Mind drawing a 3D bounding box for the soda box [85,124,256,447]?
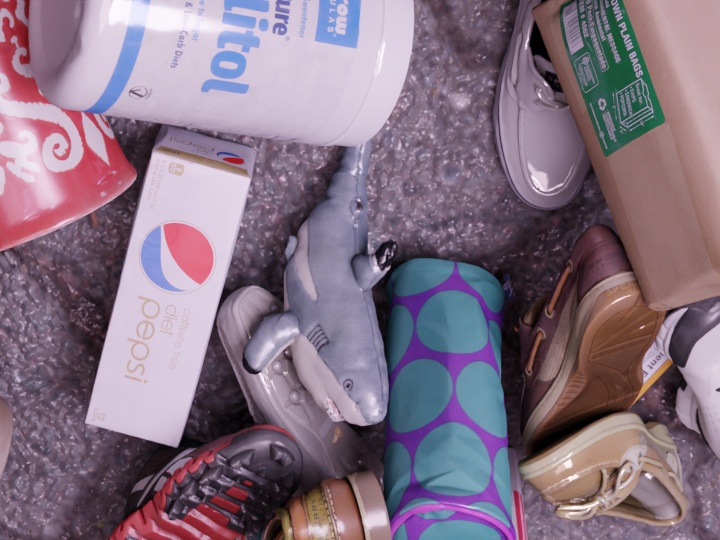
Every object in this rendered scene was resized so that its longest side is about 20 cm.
[{"bbox_3d":[-0.126,0.011,1.152,0.068,0.064,0.201,15,110,-5],"label":"soda box"}]

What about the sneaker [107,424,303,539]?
[{"bbox_3d":[-0.104,0.144,1.170,0.071,0.098,0.200,33,132,-18],"label":"sneaker"}]

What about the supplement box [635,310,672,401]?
[{"bbox_3d":[0.211,-0.004,1.142,0.069,0.067,0.200,39,107,-16],"label":"supplement box"}]

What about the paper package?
[{"bbox_3d":[0.224,-0.094,1.004,0.190,0.103,0.201,-12,78,-34],"label":"paper package"}]

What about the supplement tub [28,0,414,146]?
[{"bbox_3d":[-0.083,-0.148,1.020,0.199,0.132,0.133,5,113,-28],"label":"supplement tub"}]

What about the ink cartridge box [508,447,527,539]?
[{"bbox_3d":[0.080,0.246,1.195,0.084,0.145,0.201,-6,111,4],"label":"ink cartridge box"}]

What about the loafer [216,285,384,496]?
[{"bbox_3d":[-0.049,0.100,1.179,0.069,0.070,0.201,-9,117,38],"label":"loafer"}]

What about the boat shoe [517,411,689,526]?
[{"bbox_3d":[0.165,0.137,1.129,0.073,0.200,0.063,-30,71,18],"label":"boat shoe"}]

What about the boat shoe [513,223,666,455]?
[{"bbox_3d":[0.134,0.045,1.082,0.072,0.072,0.200,-15,149,-16],"label":"boat shoe"}]

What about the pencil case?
[{"bbox_3d":[0.057,0.090,1.107,0.085,0.201,0.093,-13,140,18],"label":"pencil case"}]

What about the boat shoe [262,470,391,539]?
[{"bbox_3d":[-0.032,0.176,1.109,0.068,0.072,0.200,-12,155,-13],"label":"boat shoe"}]

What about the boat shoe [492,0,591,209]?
[{"bbox_3d":[0.128,-0.129,1.094,0.071,0.066,0.201,9,110,-3],"label":"boat shoe"}]

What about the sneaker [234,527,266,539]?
[{"bbox_3d":[-0.049,0.273,1.246,0.093,0.070,0.201,2,108,6],"label":"sneaker"}]

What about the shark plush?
[{"bbox_3d":[0.000,0.000,1.122,0.091,0.083,0.201,28,69,-36],"label":"shark plush"}]

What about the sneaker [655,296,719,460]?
[{"bbox_3d":[0.243,0.069,1.111,0.074,0.080,0.200,-34,147,-2],"label":"sneaker"}]

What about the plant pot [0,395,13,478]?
[{"bbox_3d":[-0.330,0.106,1.137,0.173,0.200,0.200,27,110,-26],"label":"plant pot"}]

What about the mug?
[{"bbox_3d":[-0.256,-0.117,1.071,0.176,0.134,0.201,-19,106,6],"label":"mug"}]
